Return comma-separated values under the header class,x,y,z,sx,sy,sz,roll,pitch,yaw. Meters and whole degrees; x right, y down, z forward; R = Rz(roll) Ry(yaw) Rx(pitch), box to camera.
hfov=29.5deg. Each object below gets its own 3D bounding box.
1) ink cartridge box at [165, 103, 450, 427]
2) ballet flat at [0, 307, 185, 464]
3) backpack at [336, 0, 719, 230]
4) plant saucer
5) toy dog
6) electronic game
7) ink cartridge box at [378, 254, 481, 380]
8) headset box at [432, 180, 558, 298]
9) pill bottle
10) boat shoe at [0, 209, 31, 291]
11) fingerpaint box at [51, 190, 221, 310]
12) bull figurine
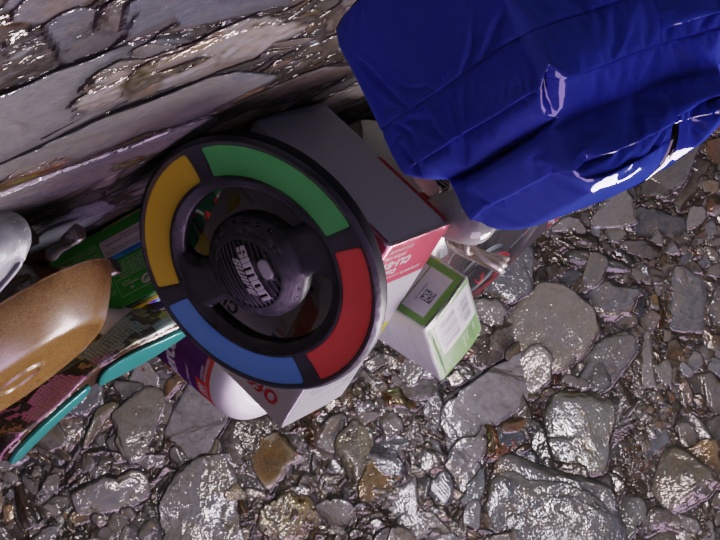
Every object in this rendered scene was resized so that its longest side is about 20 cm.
class,x,y,z,sx,sy,sz,roll,pitch,yaw
ink cartridge box,-0.046,-0.002,1.046,0.083,0.145,0.200,-24,151,-49
ballet flat,-0.229,0.074,1.104,0.200,0.071,0.069,-37,174,-28
backpack,0.116,-0.125,0.738,0.200,0.168,0.162,-28,-174,-32
plant saucer,-0.251,0.065,0.970,0.200,0.035,0.200,-36,175,-4
toy dog,0.044,-0.086,1.083,0.097,0.200,0.132,-63,153,-2
electronic game,-0.072,-0.004,0.965,0.200,0.200,0.042,-27,-170,39
ink cartridge box,0.000,0.000,1.137,0.059,0.200,0.104,-51,154,-15
headset box,0.102,-0.058,1.233,0.200,0.075,0.149,-42,152,-15
pill bottle,-0.151,0.054,1.347,0.112,0.200,0.113,-28,134,-32
boat shoe,-0.277,0.019,0.875,0.201,0.070,0.071,-31,171,39
fingerpaint box,-0.189,-0.003,1.216,0.200,0.074,0.167,-26,177,19
bull figurine,-0.261,0.016,1.043,0.121,0.065,0.200,-33,-179,19
